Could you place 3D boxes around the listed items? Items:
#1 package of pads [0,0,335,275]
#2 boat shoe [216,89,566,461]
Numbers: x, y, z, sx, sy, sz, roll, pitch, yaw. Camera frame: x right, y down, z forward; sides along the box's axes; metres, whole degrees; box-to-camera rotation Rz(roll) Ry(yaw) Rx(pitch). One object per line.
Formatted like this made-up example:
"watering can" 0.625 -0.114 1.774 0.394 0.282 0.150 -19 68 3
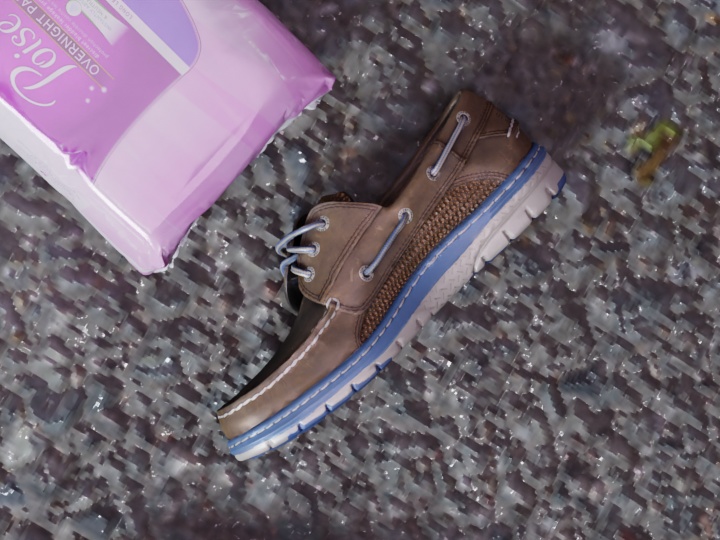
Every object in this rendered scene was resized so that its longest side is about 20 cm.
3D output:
"package of pads" -0.120 -0.106 1.089 0.200 0.076 0.121 44 81 -10
"boat shoe" 0.000 0.000 1.127 0.200 0.072 0.072 -44 95 -18
